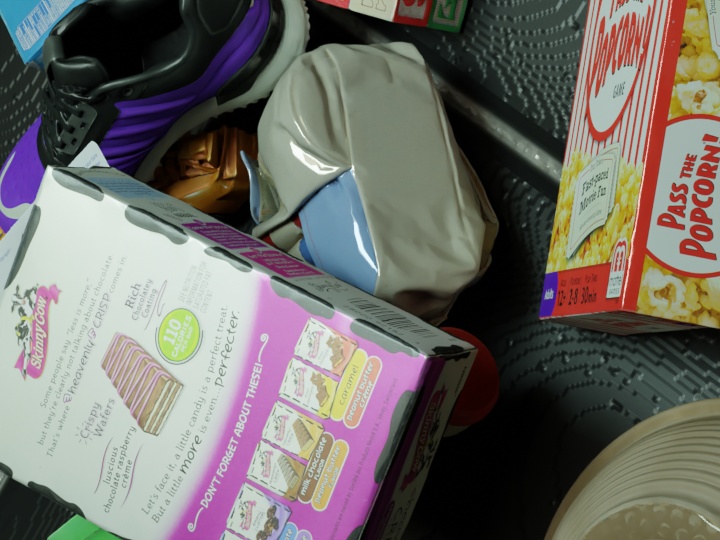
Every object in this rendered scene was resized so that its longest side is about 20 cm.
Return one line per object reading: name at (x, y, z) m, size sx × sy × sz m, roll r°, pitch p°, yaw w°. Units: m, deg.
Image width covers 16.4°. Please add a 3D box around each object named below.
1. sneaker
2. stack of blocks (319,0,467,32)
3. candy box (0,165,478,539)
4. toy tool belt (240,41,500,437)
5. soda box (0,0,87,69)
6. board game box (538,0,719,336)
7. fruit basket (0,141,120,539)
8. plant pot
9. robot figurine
sneaker at (-0.127, -0.087, 1.209) m, size 0.200 × 0.099 × 0.070 m, roll -38°, pitch 60°, yaw 26°
stack of blocks at (-0.030, -0.199, 1.248) m, size 0.199 × 0.058 × 0.116 m, roll 19°, pitch 100°, yaw 36°
candy box at (-0.066, 0.054, 1.081) m, size 0.199 × 0.061 × 0.137 m, roll 27°, pitch 102°, yaw 21°
toy tool belt at (0.000, 0.000, 1.179) m, size 0.123 × 0.124 × 0.201 m, roll -43°, pitch 56°, yaw 52°
soda box at (-0.177, -0.198, 1.357) m, size 0.064 × 0.068 × 0.201 m, roll -41°, pitch 61°, yaw 24°
board game box at (0.130, -0.075, 1.074) m, size 0.046 × 0.151 × 0.201 m, roll 10°, pitch 85°, yaw -8°
fruit basket at (-0.110, 0.058, 1.208) m, size 0.185 × 0.093 × 0.201 m, roll -40°, pitch 75°, yaw 52°
plant pot at (0.143, 0.150, 1.049) m, size 0.200 × 0.092 × 0.202 m, roll -8°, pitch 77°, yaw 35°
robot figurine at (-0.136, -0.008, 1.298) m, size 0.199 × 0.058 × 0.146 m, roll -13°, pitch 71°, yaw 33°
